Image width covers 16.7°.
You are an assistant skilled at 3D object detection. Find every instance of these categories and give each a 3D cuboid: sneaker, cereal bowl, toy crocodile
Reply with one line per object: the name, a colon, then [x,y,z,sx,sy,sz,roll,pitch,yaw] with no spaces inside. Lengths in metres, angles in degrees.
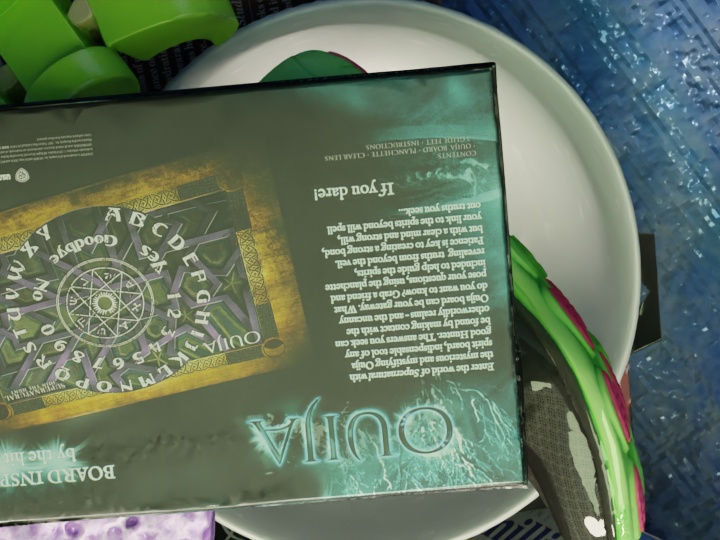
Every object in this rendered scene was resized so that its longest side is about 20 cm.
sneaker: [0.023,0.019,0.828,0.084,0.077,0.200,-40,88,7]
cereal bowl: [0.000,0.000,0.896,0.199,0.083,0.201,0,97,-3]
toy crocodile: [-0.130,-0.044,0.833,0.200,0.068,0.062,-41,155,8]

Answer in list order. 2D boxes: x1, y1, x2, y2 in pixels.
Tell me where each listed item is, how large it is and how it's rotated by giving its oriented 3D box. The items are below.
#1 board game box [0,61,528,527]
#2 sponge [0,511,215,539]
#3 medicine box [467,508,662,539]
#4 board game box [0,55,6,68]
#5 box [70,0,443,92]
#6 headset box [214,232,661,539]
board game box: [-0.050,0.009,0.778,0.199,0.028,0.136,-4,97,4]
sponge: [-0.147,0.077,0.836,0.199,0.030,0.112,5,114,-5]
medicine box: [0.127,0.198,1.031,0.103,0.182,0.200,-48,116,-12]
board game box: [-0.154,0.001,0.899,0.120,0.032,0.200,-28,119,-6]
box: [-0.074,-0.121,0.917,0.199,0.075,0.100,-12,119,-3]
headset box: [0.025,0.023,1.000,0.199,0.077,0.149,-9,116,-4]
